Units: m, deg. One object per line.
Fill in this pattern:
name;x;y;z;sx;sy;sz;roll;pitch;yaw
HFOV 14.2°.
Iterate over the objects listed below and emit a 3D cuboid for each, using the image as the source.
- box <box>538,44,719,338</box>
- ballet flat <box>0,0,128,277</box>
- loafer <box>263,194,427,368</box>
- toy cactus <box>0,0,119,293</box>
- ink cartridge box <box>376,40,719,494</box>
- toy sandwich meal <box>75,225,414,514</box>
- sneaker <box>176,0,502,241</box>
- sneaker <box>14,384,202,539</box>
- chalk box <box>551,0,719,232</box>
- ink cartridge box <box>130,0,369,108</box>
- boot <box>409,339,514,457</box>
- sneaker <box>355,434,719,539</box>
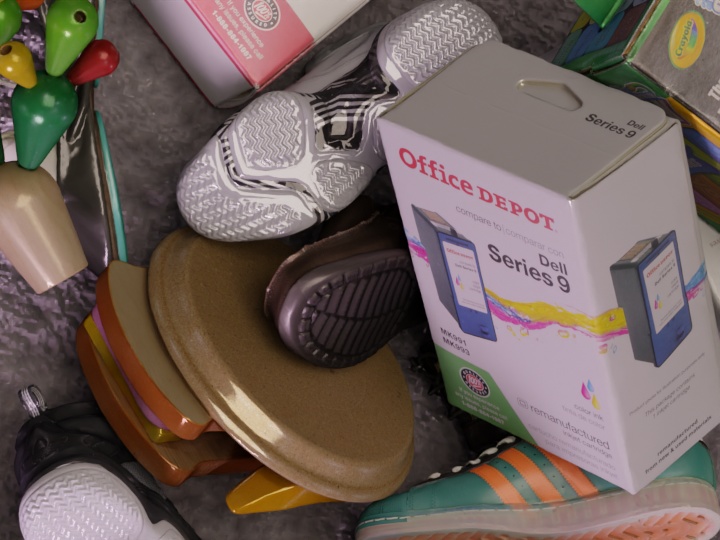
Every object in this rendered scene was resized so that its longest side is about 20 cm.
box;0.183;-0.050;1.644;0.106;0.152;0.200;-30;96;-20
ballet flat;-0.165;-0.090;1.568;0.068;0.068;0.200;-4;89;-7
loafer;0.000;0.000;1.585;0.071;0.200;0.073;33;112;21
toy cactus;-0.196;-0.067;1.508;0.200;0.102;0.165;-28;95;20
ink cartridge box;0.102;-0.003;1.509;0.087;0.145;0.200;-36;132;-29
toy sandwich meal;-0.058;0.060;1.564;0.205;0.070;0.205;35;29;-23
sneaker;-0.018;-0.078;1.598;0.200;0.115;0.075;-33;96;-11
sneaker;-0.120;0.137;1.551;0.075;0.114;0.200;-31;133;8
chalk box;0.182;-0.117;1.506;0.200;0.124;0.124;37;76;-11
ink cartridge box;-0.040;-0.209;1.616;0.200;0.083;0.147;-40;98;-19
boot;0.082;0.116;1.644;0.200;0.069;0.174;-34;90;-21
sneaker;0.093;0.120;1.584;0.200;0.071;0.080;-6;56;-3
